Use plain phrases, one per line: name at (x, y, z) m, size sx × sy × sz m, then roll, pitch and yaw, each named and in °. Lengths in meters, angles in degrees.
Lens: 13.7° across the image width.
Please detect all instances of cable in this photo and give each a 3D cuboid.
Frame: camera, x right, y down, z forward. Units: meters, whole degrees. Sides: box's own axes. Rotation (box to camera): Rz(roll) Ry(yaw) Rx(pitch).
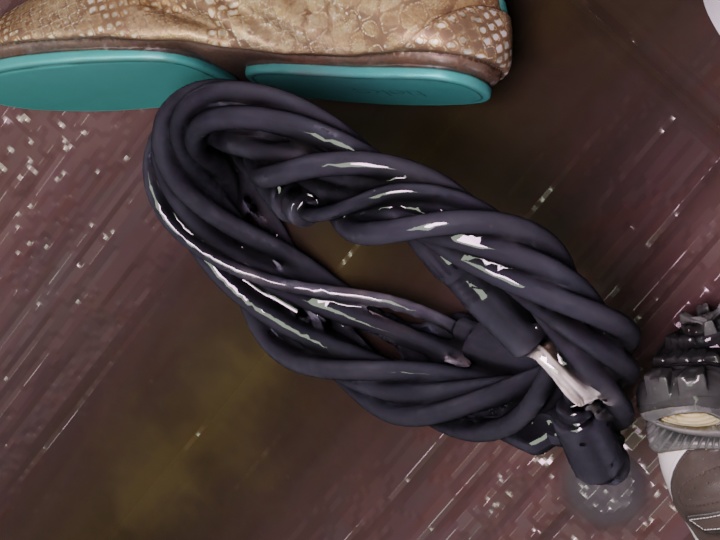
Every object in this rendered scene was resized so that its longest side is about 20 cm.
cable at (0.000, 0.000, 0.968) m, size 0.199 × 0.163 × 0.051 m, roll 29°, pitch 75°, yaw 26°

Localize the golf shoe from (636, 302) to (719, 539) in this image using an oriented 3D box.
golf shoe at (0.188, 0.056, 0.948) m, size 0.199 × 0.078 × 0.095 m, roll -2°, pitch 112°, yaw 32°

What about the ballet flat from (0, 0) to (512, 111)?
ballet flat at (-0.042, -0.089, 1.008) m, size 0.199 × 0.070 × 0.066 m, roll 1°, pitch 79°, yaw 19°

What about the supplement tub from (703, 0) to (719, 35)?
supplement tub at (0.200, -0.126, 0.844) m, size 0.144 × 0.144 × 0.200 m, roll 38°, pitch 115°, yaw 8°
